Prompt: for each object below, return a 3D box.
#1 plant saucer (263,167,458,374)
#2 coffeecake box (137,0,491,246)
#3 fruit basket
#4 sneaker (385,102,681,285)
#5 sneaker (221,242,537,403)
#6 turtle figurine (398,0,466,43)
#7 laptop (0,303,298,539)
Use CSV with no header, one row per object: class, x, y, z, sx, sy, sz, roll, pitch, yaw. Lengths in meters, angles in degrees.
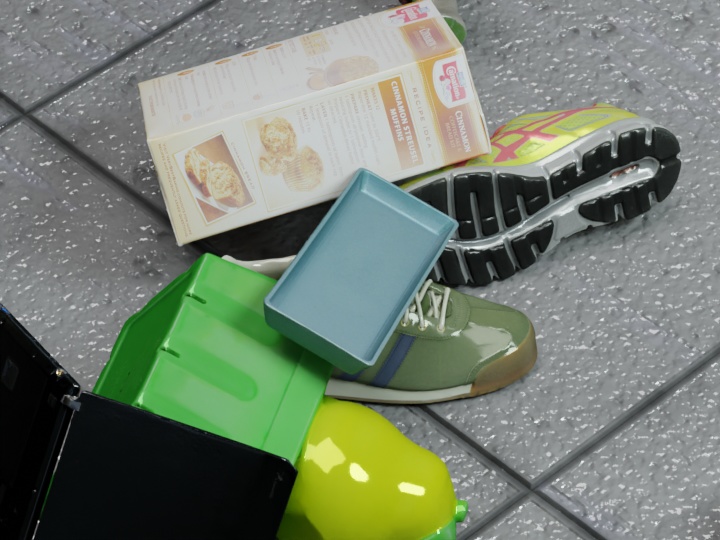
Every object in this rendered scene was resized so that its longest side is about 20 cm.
plant saucer,0.000,0.000,1.705,0.070,0.019,0.200,30,30,2
coffeecake box,-0.032,-0.096,1.857,0.199,0.073,0.154,-17,18,-1
fruit basket,-0.051,0.114,1.665,0.215,0.155,0.216,22,50,-29
sneaker,0.094,-0.053,1.853,0.199,0.078,0.090,-16,31,-13
sneaker,0.002,0.025,1.758,0.200,0.090,0.067,-1,42,7
turtle figurine,0.010,-0.249,2.023,0.144,0.200,0.194,-37,43,19
laptop,-0.147,0.130,1.574,0.103,0.178,0.200,7,21,-37
